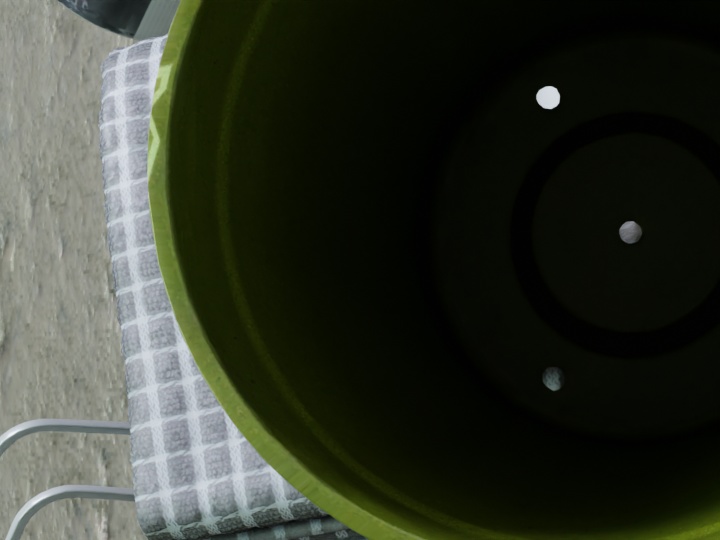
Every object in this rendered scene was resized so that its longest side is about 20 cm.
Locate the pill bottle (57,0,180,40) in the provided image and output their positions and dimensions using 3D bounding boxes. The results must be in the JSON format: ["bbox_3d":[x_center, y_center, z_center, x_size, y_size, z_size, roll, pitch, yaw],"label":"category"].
[{"bbox_3d":[-0.067,-0.201,1.131,0.200,0.106,0.106,-59,37,40],"label":"pill bottle"}]

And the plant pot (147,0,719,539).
[{"bbox_3d":[0.065,-0.018,0.707,0.193,0.200,0.201,27,-115,-78],"label":"plant pot"}]

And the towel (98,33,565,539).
[{"bbox_3d":[0.000,0.000,0.898,0.086,0.165,0.200,53,-153,-62],"label":"towel"}]

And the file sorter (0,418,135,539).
[{"bbox_3d":[-0.087,0.170,1.085,0.139,0.124,0.200,-65,33,31],"label":"file sorter"}]

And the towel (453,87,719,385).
[{"bbox_3d":[0.047,-0.037,0.840,0.024,0.200,0.147,52,-156,-61],"label":"towel"}]
